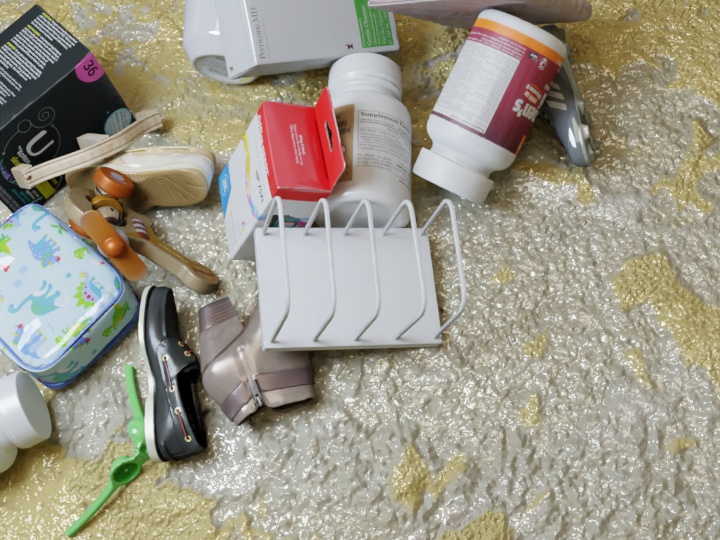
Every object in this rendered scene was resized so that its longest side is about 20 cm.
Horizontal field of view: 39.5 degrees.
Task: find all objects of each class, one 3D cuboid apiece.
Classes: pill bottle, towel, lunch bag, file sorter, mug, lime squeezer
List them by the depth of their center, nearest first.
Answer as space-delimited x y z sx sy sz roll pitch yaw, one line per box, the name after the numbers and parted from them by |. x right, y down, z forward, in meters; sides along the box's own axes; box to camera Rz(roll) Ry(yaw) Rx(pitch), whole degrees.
0.000 0.000 1.061 0.200 0.125 0.139 0 70 -16 | file sorter
-0.452 0.187 1.106 0.200 0.111 0.111 -23 64 -1 | pill bottle
-0.267 0.200 1.108 0.071 0.038 0.200 10 69 14 | lime squeezer
0.143 -0.183 1.139 0.109 0.110 0.200 29 98 21 | pill bottle
0.140 -0.311 1.161 0.191 0.200 0.032 7 98 39 | towel
0.003 -0.147 1.175 0.114 0.114 0.200 -2 65 9 | pill bottle
-0.373 0.030 1.180 0.200 0.082 0.161 37 76 23 | lunch bag
-0.142 -0.323 1.270 0.186 0.149 0.153 5 74 19 | mug

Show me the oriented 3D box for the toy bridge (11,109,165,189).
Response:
-0.322 -0.152 1.228 0.200 0.027 0.067 -32 26 -31 | toy bridge

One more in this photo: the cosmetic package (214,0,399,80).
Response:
-0.064 -0.298 1.208 0.200 0.085 0.108 -15 96 -31 | cosmetic package

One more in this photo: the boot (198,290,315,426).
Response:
-0.085 0.080 1.121 0.200 0.070 0.146 -25 72 -4 | boot

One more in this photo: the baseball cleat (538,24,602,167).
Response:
0.219 -0.198 1.196 0.106 0.070 0.200 -16 58 17 | baseball cleat

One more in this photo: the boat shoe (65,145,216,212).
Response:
-0.267 -0.119 1.241 0.200 0.074 0.069 2 43 20 | boat shoe

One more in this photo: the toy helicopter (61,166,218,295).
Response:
-0.253 -0.032 1.156 0.200 0.132 0.079 33 104 -7 | toy helicopter

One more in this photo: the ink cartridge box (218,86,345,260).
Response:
-0.092 -0.107 1.127 0.067 0.200 0.116 2 60 -27 | ink cartridge box

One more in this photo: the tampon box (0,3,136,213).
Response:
-0.413 -0.195 1.251 0.200 0.150 0.126 -44 65 -11 | tampon box

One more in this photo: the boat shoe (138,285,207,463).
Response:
-0.207 0.111 1.118 0.063 0.074 0.202 -13 71 10 | boat shoe
